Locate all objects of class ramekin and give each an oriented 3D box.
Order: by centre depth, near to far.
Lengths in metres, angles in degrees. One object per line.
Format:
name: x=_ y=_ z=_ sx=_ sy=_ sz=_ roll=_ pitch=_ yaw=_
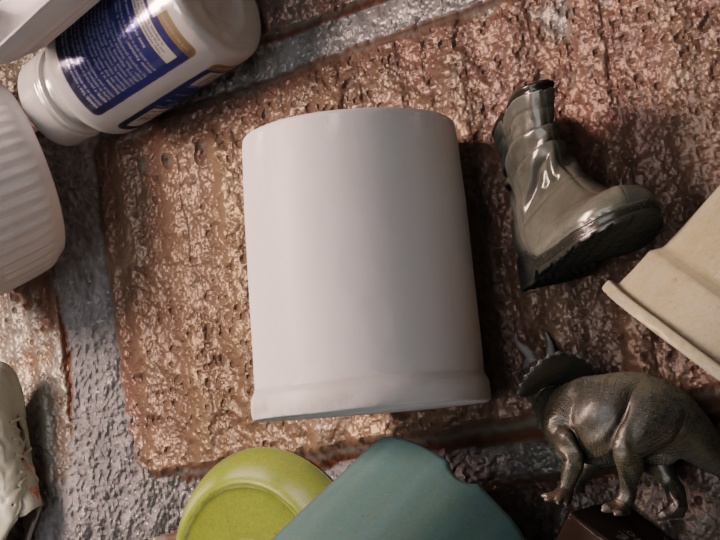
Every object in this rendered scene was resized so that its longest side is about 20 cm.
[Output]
ramekin: x=-0.335 y=-0.072 z=1.251 sx=0.200 sy=0.104 sz=0.201 roll=48 pitch=151 yaw=38

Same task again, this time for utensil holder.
utensil holder: x=0.000 y=0.000 z=1.024 sx=0.169 sy=0.169 sz=0.202 roll=-9 pitch=82 yaw=34

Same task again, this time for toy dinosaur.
toy dinosaur: x=0.173 y=0.106 z=0.953 sx=0.199 sy=0.077 sz=0.103 roll=10 pitch=95 yaw=35

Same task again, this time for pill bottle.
pill bottle: x=-0.188 y=-0.181 z=1.191 sx=0.199 sy=0.111 sz=0.112 roll=-26 pitch=75 yaw=31

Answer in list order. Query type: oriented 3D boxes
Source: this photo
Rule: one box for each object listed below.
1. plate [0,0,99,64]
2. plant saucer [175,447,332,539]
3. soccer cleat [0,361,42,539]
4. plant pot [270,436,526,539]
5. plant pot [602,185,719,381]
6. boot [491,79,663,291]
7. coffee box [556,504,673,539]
plate: x=-0.223 y=-0.246 z=1.177 sx=0.200 sy=0.032 sz=0.200 roll=-38 pitch=24 yaw=7
plant saucer: x=-0.082 y=0.244 z=1.157 sx=0.199 sy=0.031 sz=0.202 roll=-1 pitch=87 yaw=35
soccer cleat: x=-0.318 y=0.182 z=1.306 sx=0.077 sy=0.069 sz=0.202 roll=11 pitch=102 yaw=29
plant pot: x=0.004 y=0.231 z=0.972 sx=0.199 sy=0.201 sz=0.196 roll=28 pitch=62 yaw=32
plant pot: x=0.274 y=-0.007 z=0.833 sx=0.200 sy=0.200 sz=0.184 roll=39 pitch=99 yaw=29
boot: x=0.126 y=-0.064 z=0.939 sx=0.067 sy=0.200 sz=0.132 roll=-12 pitch=83 yaw=-11
coffee box: x=0.155 y=0.270 z=0.960 sx=0.113 sy=0.080 sz=0.201 roll=33 pitch=108 yaw=31
